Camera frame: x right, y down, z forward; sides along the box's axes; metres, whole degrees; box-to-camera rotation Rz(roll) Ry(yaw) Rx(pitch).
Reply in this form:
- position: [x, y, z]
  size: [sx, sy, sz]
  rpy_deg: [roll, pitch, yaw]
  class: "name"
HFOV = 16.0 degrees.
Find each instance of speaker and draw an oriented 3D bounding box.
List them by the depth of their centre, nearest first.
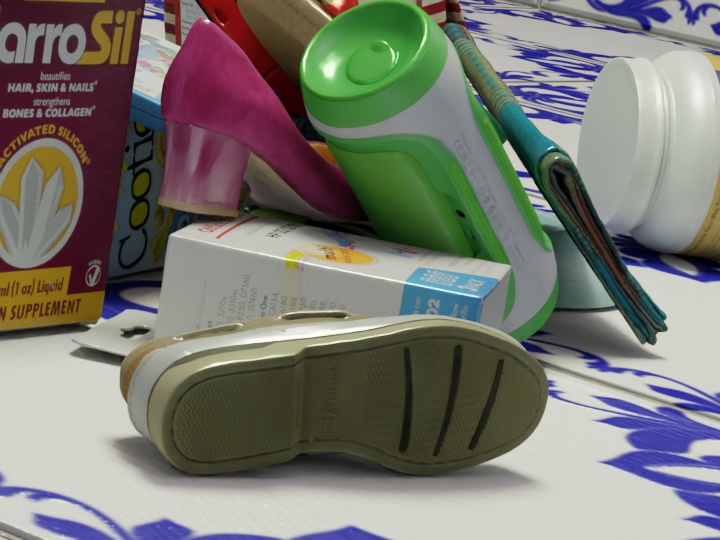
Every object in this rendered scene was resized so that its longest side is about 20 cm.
- position: [0.039, -0.047, 1.348]
  size: [0.088, 0.089, 0.200]
  rpy_deg: [19, -29, 41]
  class: "speaker"

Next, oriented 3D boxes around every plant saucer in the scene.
- position: [0.079, -0.019, 1.641]
  size: [0.199, 0.039, 0.201]
  rpy_deg: [9, 10, -2]
  class: "plant saucer"

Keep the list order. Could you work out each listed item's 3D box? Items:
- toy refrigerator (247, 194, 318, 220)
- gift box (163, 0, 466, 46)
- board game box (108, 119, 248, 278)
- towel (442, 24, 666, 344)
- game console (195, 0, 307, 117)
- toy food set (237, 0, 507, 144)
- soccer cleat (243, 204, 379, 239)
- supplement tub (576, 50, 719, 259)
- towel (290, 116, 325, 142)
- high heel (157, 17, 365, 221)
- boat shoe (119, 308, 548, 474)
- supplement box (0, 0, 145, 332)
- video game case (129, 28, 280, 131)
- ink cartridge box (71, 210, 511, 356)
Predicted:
- position: [-0.064, -0.075, 1.729]
  size: [0.075, 0.071, 0.200]
  rpy_deg: [0, 12, -9]
  class: "toy refrigerator"
- position: [-0.040, -0.183, 2.012]
  size: [0.184, 0.201, 0.186]
  rpy_deg: [23, 32, 37]
  class: "gift box"
- position: [-0.152, -0.062, 1.486]
  size: [0.104, 0.104, 0.200]
  rpy_deg: [15, 12, 22]
  class: "board game box"
- position: [0.114, -0.057, 1.519]
  size: [0.022, 0.147, 0.200]
  rpy_deg: [-32, 32, 3]
  class: "towel"
- position: [-0.064, -0.184, 1.638]
  size: [0.177, 0.031, 0.200]
  rpy_deg: [49, 20, 1]
  class: "game console"
- position: [0.006, -0.109, 1.467]
  size: [0.198, 0.049, 0.200]
  rpy_deg: [45, -5, -4]
  class: "toy food set"
- position: [0.000, 0.000, 1.444]
  size: [0.081, 0.068, 0.200]
  rpy_deg: [38, 22, 24]
  class: "soccer cleat"
- position: [0.267, -0.079, 1.828]
  size: [0.199, 0.145, 0.144]
  rpy_deg: [7, 11, -15]
  class: "supplement tub"
- position: [-0.054, -0.107, 1.670]
  size: [0.199, 0.022, 0.146]
  rpy_deg: [13, 17, 33]
  class: "towel"
- position: [-0.041, -0.078, 1.347]
  size: [0.067, 0.097, 0.199]
  rpy_deg: [14, 8, 34]
  class: "high heel"
- position: [-0.011, 0.047, 1.139]
  size: [0.199, 0.075, 0.068]
  rpy_deg: [2, 19, -30]
  class: "boat shoe"
- position: [-0.191, -0.076, 1.274]
  size: [0.103, 0.201, 0.131]
  rpy_deg: [17, 14, 35]
  class: "supplement box"
- position: [-0.160, -0.128, 1.445]
  size: [0.199, 0.018, 0.143]
  rpy_deg: [26, 16, 19]
  class: "video game case"
- position: [-0.032, 0.017, 1.283]
  size: [0.199, 0.068, 0.115]
  rpy_deg: [11, 9, 9]
  class: "ink cartridge box"
